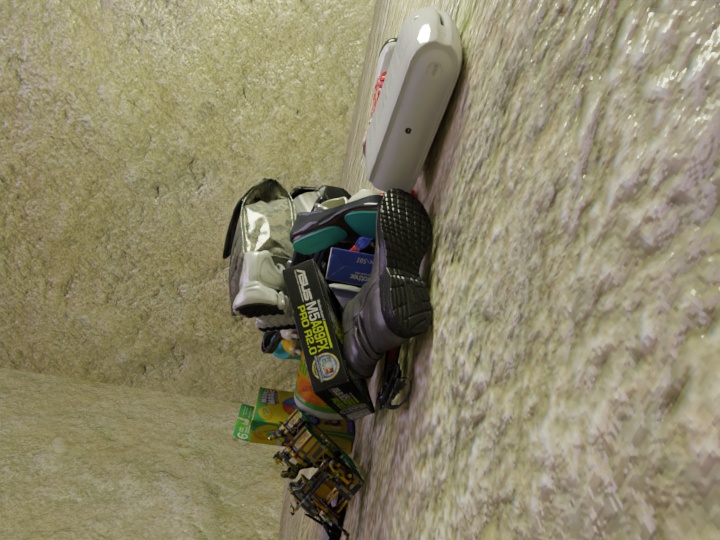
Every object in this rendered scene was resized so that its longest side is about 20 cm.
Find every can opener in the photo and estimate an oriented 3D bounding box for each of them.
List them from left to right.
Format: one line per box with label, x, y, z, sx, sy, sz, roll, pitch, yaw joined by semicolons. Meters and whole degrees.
can opener;-0.079;-0.025;0.871;0.079;0.063;0.201;-77;3;-58

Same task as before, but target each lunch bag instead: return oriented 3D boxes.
lunch bag;-0.180;-0.045;1.001;0.164;0.117;0.201;118;148;-45

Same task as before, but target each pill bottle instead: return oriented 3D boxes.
pill bottle;-0.039;0.129;0.920;0.111;0.110;0.201;-107;28;-76

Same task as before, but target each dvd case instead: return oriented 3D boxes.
dvd case;-0.047;0.394;0.993;0.200;0.017;0.143;-102;22;-74

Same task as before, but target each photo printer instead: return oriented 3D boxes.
photo printer;0.064;-0.219;0.702;0.167;0.069;0.201;-89;16;-54

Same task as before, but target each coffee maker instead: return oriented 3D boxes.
coffee maker;-0.033;-0.070;1.041;0.200;0.191;0.135;-122;17;-49

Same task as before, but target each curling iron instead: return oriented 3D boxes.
curling iron;0.048;0.069;0.656;0.050;0.025;0.201;-39;31;47

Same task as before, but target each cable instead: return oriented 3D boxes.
cable;-0.146;0.108;1.026;0.200;0.050;0.098;-13;75;54

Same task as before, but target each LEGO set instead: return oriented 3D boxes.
LEGO set;-0.083;0.299;0.823;0.116;0.154;0.200;-47;14;-10

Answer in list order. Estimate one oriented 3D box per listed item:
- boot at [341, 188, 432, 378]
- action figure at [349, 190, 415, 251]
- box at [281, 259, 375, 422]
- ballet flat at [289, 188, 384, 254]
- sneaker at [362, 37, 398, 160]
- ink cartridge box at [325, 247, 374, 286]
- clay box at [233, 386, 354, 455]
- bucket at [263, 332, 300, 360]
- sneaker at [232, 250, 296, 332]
boot;0.019;0.011;0.645;0.132;0.069;0.201;-47;29;48
action figure;0.022;-0.076;0.842;0.052;0.065;0.200;-45;9;-31
box;-0.037;0.099;0.734;0.200;0.044;0.161;67;-175;-63
ballet flat;-0.013;-0.076;0.766;0.073;0.199;0.073;27;-123;-52
sneaker;0.047;-0.266;0.925;0.108;0.067;0.202;-73;-7;-51
ink cartridge box;0.000;0.000;0.807;0.200;0.093;0.044;-179;100;-88
clay box;-0.114;0.259;0.980;0.115;0.199;0.048;-104;26;-73
bucket;-0.106;0.085;1.131;0.207;0.134;0.209;-1;89;57
sneaker;-0.114;0.033;0.744;0.200;0.075;0.082;80;-176;-72
